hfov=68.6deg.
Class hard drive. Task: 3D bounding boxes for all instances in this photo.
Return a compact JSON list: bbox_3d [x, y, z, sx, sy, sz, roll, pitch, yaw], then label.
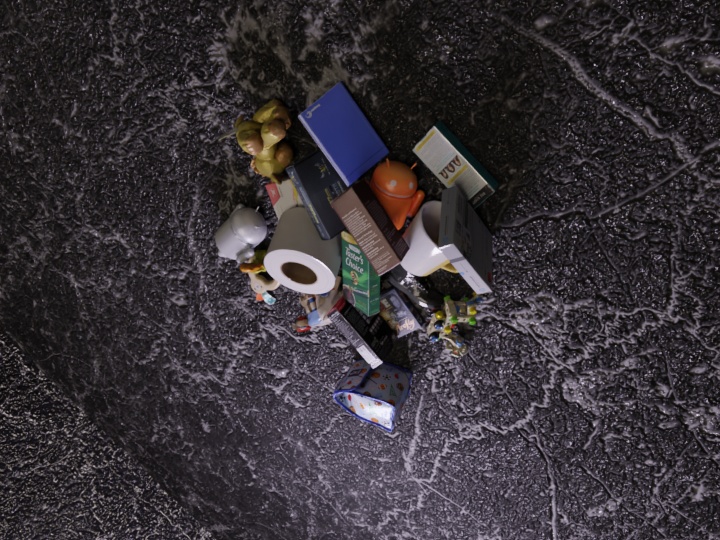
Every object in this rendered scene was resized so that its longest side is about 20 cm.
[{"bbox_3d":[-0.039,-0.325,1.264,0.131,0.025,0.201,-37,99,1],"label":"hard drive"}]

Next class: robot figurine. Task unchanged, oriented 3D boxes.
[{"bbox_3d":[0.069,-0.178,1.279,0.142,0.116,0.203,32,128,16],"label":"robot figurine"},{"bbox_3d":[-0.350,-0.109,1.548,0.199,0.112,0.173,-33,66,39],"label":"robot figurine"}]

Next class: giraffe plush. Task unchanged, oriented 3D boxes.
[{"bbox_3d":[-0.239,-0.311,1.356,0.196,0.175,0.163,-13,133,23],"label":"giraffe plush"}]

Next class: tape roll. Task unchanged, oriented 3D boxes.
[{"bbox_3d":[-0.145,-0.049,1.410,0.198,0.141,0.204,12,148,8],"label":"tape roll"}]

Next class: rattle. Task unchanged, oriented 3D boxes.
[{"bbox_3d":[-0.313,0.050,1.613,0.128,0.144,0.203,20,122,-7],"label":"rattle"}]

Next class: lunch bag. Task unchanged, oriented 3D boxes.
[{"bbox_3d":[0.036,0.355,1.582,0.196,0.170,0.126,16,122,19],"label":"lunch bag"}]

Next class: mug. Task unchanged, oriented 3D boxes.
[{"bbox_3d":[0.177,-0.050,1.287,0.187,0.149,0.153,48,137,3],"label":"mug"}]

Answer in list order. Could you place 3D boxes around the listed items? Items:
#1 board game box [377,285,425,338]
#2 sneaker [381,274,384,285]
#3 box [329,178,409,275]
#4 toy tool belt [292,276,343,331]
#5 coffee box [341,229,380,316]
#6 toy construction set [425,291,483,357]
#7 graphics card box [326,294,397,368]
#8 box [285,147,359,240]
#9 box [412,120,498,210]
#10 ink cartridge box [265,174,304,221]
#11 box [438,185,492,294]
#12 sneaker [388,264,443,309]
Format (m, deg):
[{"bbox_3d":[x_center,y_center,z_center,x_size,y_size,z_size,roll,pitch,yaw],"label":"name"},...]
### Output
[{"bbox_3d":[0.070,0.136,1.520,0.199,0.035,0.136,-31,100,38],"label":"board game box"},{"bbox_3d":[0.009,-0.032,1.427,0.096,0.071,0.204,8,123,21],"label":"sneaker"},{"bbox_3d":[0.024,-0.100,1.205,0.074,0.100,0.202,-29,98,25],"label":"box"},{"bbox_3d":[-0.121,0.098,1.565,0.197,0.124,0.126,-20,77,32],"label":"toy tool belt"},{"bbox_3d":[0.000,0.000,1.353,0.122,0.043,0.204,32,130,46],"label":"coffee box"},{"bbox_3d":[0.246,0.141,1.395,0.128,0.093,0.203,-7,131,-12],"label":"toy construction set"},{"bbox_3d":[0.008,0.155,1.461,0.200,0.126,0.051,48,126,-5],"label":"graphics card box"},{"bbox_3d":[-0.074,-0.201,1.314,0.051,0.157,0.203,0,121,58],"label":"box"},{"bbox_3d":[0.218,-0.237,1.207,0.200,0.049,0.082,46,130,-3],"label":"box"},{"bbox_3d":[-0.145,-0.203,1.411,0.196,0.068,0.119,-7,115,31],"label":"ink cartridge box"},{"bbox_3d":[0.240,-0.065,1.182,0.041,0.159,0.199,-14,141,34],"label":"box"},{"bbox_3d":[0.142,0.014,1.391,0.198,0.060,0.105,32,133,12],"label":"sneaker"}]
